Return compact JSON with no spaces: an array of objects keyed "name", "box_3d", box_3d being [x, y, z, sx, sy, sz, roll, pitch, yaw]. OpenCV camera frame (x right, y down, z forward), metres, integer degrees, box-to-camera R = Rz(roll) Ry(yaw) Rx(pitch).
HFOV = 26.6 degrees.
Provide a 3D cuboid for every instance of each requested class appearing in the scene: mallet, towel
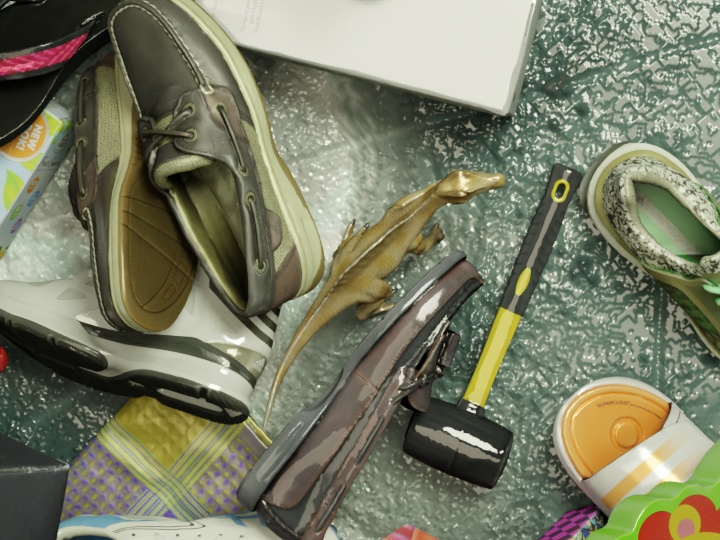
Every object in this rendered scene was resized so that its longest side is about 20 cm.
[{"name":"mallet","box_3d":[0.097,0.037,0.927,0.065,0.041,0.202,29,93,4]},{"name":"towel","box_3d":[-0.128,0.163,0.971,0.200,0.023,0.144,-43,88,8]}]

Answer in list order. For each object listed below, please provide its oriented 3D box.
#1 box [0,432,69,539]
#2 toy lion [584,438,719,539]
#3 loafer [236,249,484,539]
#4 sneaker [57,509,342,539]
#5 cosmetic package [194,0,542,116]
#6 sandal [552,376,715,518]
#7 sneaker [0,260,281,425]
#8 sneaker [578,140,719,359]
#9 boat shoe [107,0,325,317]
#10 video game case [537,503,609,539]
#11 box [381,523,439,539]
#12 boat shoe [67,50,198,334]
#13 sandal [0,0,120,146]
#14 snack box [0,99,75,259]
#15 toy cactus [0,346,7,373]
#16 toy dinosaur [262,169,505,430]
[{"name":"box","box_3d":[-0.309,0.142,0.871,0.195,0.199,0.119,16,98,38]},{"name":"toy lion","box_3d":[0.208,0.175,0.843,0.190,0.068,0.202,28,77,-20]},{"name":"loafer","box_3d":[0.012,0.080,0.908,0.063,0.072,0.200,42,87,10]},{"name":"sneaker","box_3d":[-0.108,0.183,0.924,0.197,0.072,0.073,-4,92,7]},{"name":"cosmetic package","box_3d":[0.009,-0.167,0.903,0.197,0.081,0.114,17,96,6]},{"name":"sandal","box_3d":[0.203,0.144,0.897,0.079,0.059,0.207,-43,90,-11]},{"name":"sneaker","box_3d":[-0.136,0.016,0.951,0.198,0.076,0.116,15,67,21]},{"name":"sneaker","box_3d":[0.210,0.005,0.880,0.199,0.089,0.077,39,98,4]},{"name":"boat shoe","box_3d":[-0.090,-0.067,0.868,0.071,0.066,0.203,-24,97,38]},{"name":"video game case","box_3d":[0.127,0.248,0.854,0.035,0.199,0.183,-20,92,30]},{"name":"box","box_3d":[0.018,0.268,0.902,0.094,0.102,0.202,23,102,20]},{"name":"boat shoe","box_3d":[-0.141,-0.047,0.913,0.064,0.073,0.202,-20,53,26]},{"name":"sandal","box_3d":[-0.192,-0.146,0.911,0.075,0.045,0.200,43,74,13]},{"name":"snack box","box_3d":[-0.296,-0.092,0.963,0.199,0.053,0.143,35,99,4]},{"name":"toy cactus","box_3d":[-0.320,0.036,0.886,0.198,0.165,0.103,27,110,5]},{"name":"toy dinosaur","box_3d":[0.000,0.000,0.902,0.058,0.101,0.200,45,97,4]}]
